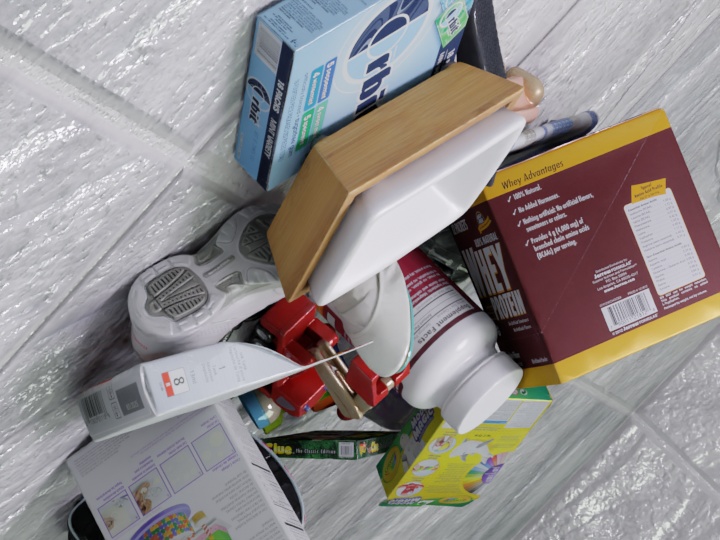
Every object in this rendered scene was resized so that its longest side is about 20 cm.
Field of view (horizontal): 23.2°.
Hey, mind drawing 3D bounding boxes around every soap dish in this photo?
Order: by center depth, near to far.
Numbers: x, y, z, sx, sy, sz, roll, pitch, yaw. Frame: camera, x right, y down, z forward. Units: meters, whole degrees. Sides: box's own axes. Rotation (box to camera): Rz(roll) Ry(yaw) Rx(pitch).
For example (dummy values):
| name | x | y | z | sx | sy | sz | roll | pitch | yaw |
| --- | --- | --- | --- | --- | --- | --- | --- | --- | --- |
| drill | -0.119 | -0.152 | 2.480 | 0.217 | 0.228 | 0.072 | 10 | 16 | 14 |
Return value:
| name | x | y | z | sx | sy | sz | roll | pitch | yaw |
| --- | --- | --- | --- | --- | --- | --- | --- | --- | --- |
| soap dish | 0.025 | -0.071 | 1.386 | 0.200 | 0.081 | 0.157 | -32 | 165 | -34 |

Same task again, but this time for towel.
| name | x | y | z | sx | sy | sz | roll | pitch | yaw |
| --- | --- | --- | --- | --- | --- | --- | --- | --- | --- |
| towel | 0.124 | -0.104 | 1.655 | 0.147 | 0.024 | 0.200 | -24 | 178 | 39 |

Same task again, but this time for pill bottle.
| name | x | y | z | sx | sy | sz | roll | pitch | yaw |
| --- | --- | --- | --- | --- | --- | --- | --- | --- | --- |
| pill bottle | 0.054 | 0.056 | 1.658 | 0.113 | 0.200 | 0.113 | -39 | 161 | -16 |

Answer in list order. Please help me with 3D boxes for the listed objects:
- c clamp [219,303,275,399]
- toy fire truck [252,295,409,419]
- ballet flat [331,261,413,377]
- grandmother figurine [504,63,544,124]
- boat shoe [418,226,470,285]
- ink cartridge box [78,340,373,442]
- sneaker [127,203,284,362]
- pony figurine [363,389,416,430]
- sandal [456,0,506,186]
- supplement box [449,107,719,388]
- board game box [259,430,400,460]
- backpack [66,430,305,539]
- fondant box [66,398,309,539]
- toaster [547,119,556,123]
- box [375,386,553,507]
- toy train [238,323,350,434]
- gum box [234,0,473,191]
| name | x | y | z | sx | sy | sz | roll | pitch | yaw |
| --- | --- | --- | --- | --- | --- | --- | --- | --- | --- |
| c clamp | -0.128 | 0.076 | 1.597 | 0.171 | 0.027 | 0.200 | -31 | 156 | -51 |
| toy fire truck | -0.030 | 0.089 | 1.581 | 0.049 | 0.141 | 0.200 | -42 | 163 | -26 |
| ballet flat | 0.000 | 0.000 | 1.484 | 0.069 | 0.200 | 0.069 | -3 | 143 | -2 |
| grandmother figurine | 0.093 | -0.137 | 1.565 | 0.200 | 0.061 | 0.121 | -26 | 145 | -52 |
| boat shoe | 0.093 | -0.019 | 1.784 | 0.068 | 0.074 | 0.199 | -50 | 162 | 0 |
| ink cartridge box | -0.112 | 0.080 | 1.426 | 0.200 | 0.050 | 0.162 | -20 | 178 | -29 |
| sneaker | -0.110 | 0.013 | 1.437 | 0.200 | 0.078 | 0.099 | -24 | 160 | -28 |
| pony figurine | 0.078 | 0.110 | 1.899 | 0.167 | 0.193 | 0.200 | -47 | 143 | -7 |
| sandal | 0.092 | -0.161 | 1.462 | 0.076 | 0.043 | 0.200 | -67 | 154 | -47 |
| supplement box | 0.212 | -0.019 | 1.646 | 0.197 | 0.200 | 0.133 | -22 | 180 | -14 |
| board game box | -0.027 | 0.181 | 1.834 | 0.200 | 0.105 | 0.024 | 10 | 82 | -75 |
| backpack | -0.154 | 0.248 | 1.654 | 0.200 | 0.178 | 0.151 | -38 | 162 | -16 |
| fondant box | -0.144 | 0.207 | 1.509 | 0.144 | 0.200 | 0.058 | -35 | 154 | 7 |
| toaster | 0.215 | -0.040 | 1.853 | 0.119 | 0.200 | 0.181 | -42 | 154 | -19 |
| box | 0.100 | 0.177 | 1.810 | 0.117 | 0.048 | 0.200 | 5 | 134 | -30 |
| toy train | -0.060 | 0.130 | 1.788 | 0.116 | 0.085 | 0.200 | -27 | 166 | -6 |
| gum box | 0.001 | -0.168 | 1.314 | 0.200 | 0.045 | 0.170 | -34 | 159 | -27 |
